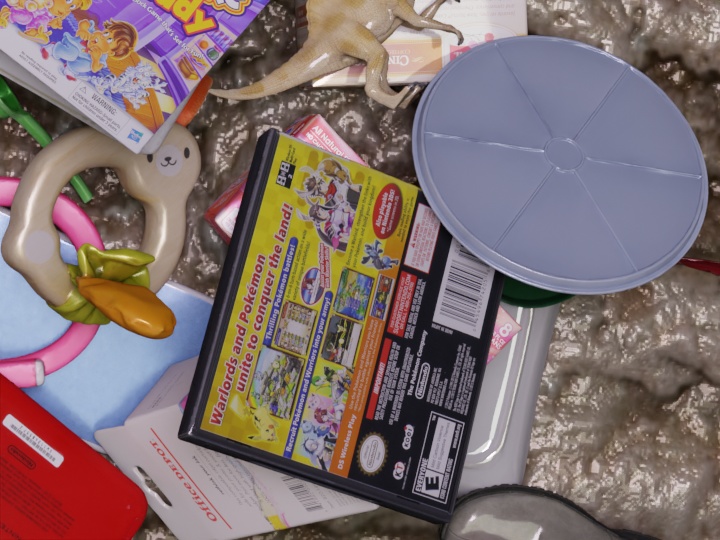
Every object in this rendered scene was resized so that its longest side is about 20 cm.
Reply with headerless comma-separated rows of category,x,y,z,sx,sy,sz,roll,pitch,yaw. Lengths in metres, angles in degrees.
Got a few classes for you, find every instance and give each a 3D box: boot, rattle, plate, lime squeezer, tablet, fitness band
boot,0.157,0.222,1.234,0.199,0.131,0.068,17,111,-11
rattle,-0.133,-0.060,1.137,0.130,0.143,0.200,42,71,-13
plate,0.043,0.059,1.257,0.198,0.032,0.202,12,92,-11
lime squeezer,-0.265,-0.111,1.187,0.199,0.038,0.071,21,91,-12
tablet,-0.204,0.046,1.222,0.199,0.014,0.131,24,90,-10
fitness band,-0.269,0.009,1.183,0.198,0.037,0.145,-2,95,-10

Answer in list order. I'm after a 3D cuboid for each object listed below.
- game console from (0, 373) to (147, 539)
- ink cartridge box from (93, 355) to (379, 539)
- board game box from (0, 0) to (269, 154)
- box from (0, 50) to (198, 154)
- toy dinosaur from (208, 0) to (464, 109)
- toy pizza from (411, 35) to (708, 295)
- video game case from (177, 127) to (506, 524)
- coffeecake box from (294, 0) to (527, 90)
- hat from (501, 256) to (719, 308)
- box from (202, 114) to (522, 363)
game console,-0.277,0.166,1.188,0.200,0.118,0.173,42,65,-20
ink cartridge box,-0.075,0.113,1.183,0.117,0.199,0.068,55,44,-18
board game box,-0.160,-0.179,0.973,0.200,0.045,0.134,38,116,-15
box,-0.157,-0.222,1.090,0.199,0.199,0.172,29,119,-11
toy dinosaur,-0.001,-0.150,1.157,0.101,0.058,0.200,44,80,5
toy pizza,0.128,-0.067,1.142,0.199,0.032,0.201,6,58,-9
video game case,-0.004,0.035,1.092,0.180,0.025,0.201,21,72,-20
coffeecake box,0.031,-0.228,1.210,0.152,0.073,0.202,-3,95,-10
hat,0.190,-0.042,1.178,0.199,0.176,0.167,-13,108,-34
box,0.000,0.000,1.181,0.103,0.095,0.200,-44,100,-5
